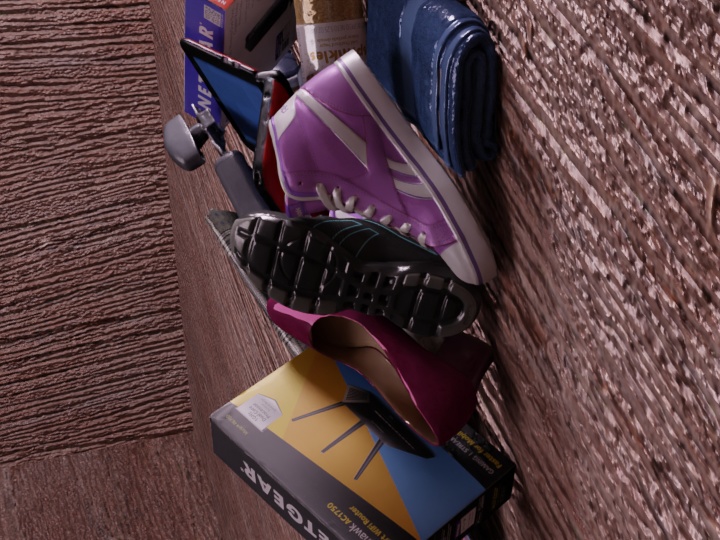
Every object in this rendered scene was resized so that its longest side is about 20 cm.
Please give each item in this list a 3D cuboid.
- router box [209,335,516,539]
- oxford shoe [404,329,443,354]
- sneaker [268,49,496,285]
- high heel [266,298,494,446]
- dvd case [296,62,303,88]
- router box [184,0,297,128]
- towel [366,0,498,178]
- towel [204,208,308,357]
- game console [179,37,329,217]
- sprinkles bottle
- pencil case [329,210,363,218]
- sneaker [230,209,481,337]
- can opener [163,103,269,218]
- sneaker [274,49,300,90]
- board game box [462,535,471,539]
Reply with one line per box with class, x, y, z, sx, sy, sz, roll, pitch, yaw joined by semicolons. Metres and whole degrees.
router box;0.000;0.147;1.136;0.200;0.149;0.051;37;145;30
oxford shoe;0.065;0.122;1.224;0.075;0.058;0.202;6;122;49
sneaker;0.009;-0.051;1.069;0.201;0.114;0.073;53;179;12
high heel;-0.001;0.070;1.122;0.096;0.198;0.068;-55;-33;-39
dvd case;-0.033;-0.145;1.541;0.143;0.017;0.202;123;136;-73
router box;-0.111;-0.267;1.473;0.180;0.049;0.201;-55;-11;-28
towel;0.049;-0.159;1.082;0.200;0.048;0.113;-120;24;-58
towel;-0.072;0.026;1.482;0.193;0.034;0.200;54;-168;15
game console;-0.100;-0.105;1.392;0.200;0.117;0.174;57;-146;-57
sprinkles bottle;-0.022;-0.182;1.345;0.068;0.068;0.202;-148;49;-74
pencil case;0.000;0.000;1.340;0.085;0.084;0.201;37;148;19
sneaker;-0.003;-0.005;1.115;0.079;0.198;0.076;-72;0;-57
can opener;-0.135;-0.083;1.421;0.201;0.066;0.053;61;-178;32
sneaker;-0.114;-0.280;1.690;0.200;0.069;0.110;-117;19;-62
board game box;0.052;0.226;1.240;0.201;0.039;0.158;61;166;-1
